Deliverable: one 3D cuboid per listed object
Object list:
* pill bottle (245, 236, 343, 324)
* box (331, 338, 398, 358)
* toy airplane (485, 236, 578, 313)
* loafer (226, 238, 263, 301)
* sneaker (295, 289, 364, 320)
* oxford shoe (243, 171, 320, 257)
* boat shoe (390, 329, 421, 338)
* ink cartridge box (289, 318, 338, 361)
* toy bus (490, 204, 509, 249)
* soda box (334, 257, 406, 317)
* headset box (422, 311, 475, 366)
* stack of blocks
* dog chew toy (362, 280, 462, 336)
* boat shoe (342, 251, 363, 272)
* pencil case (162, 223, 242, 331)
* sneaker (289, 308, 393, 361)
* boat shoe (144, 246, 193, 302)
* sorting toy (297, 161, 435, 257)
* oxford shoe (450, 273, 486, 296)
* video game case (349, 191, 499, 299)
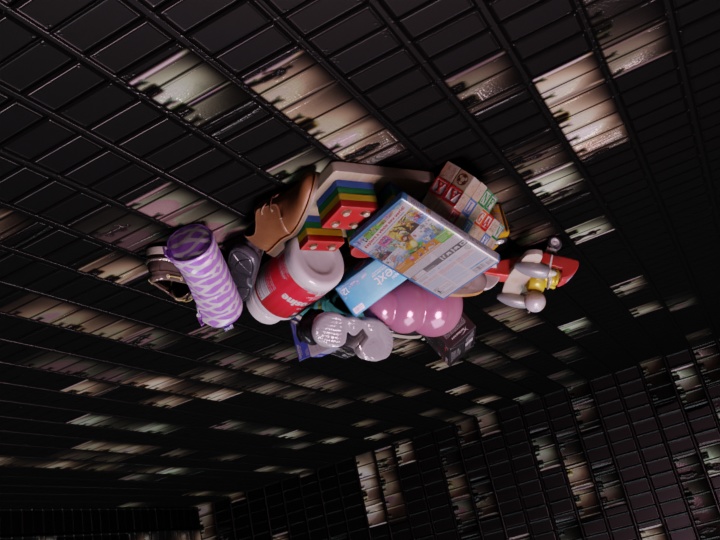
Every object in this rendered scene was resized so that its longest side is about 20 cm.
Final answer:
[{"bbox_3d":[-0.125,0.020,1.454,0.111,0.114,0.200,4,152,-36],"label":"pill bottle"},{"bbox_3d":[-0.018,0.151,1.921,0.159,0.044,0.199,-23,156,22],"label":"box"},{"bbox_3d":[0.338,0.020,1.685,0.198,0.143,0.199,-28,154,33],"label":"toy airplane"},{"bbox_3d":[-0.204,-0.005,1.418,0.071,0.063,0.200,35,149,-3],"label":"loafer"},{"bbox_3d":[-0.059,0.070,1.607,0.198,0.078,0.081,15,128,25],"label":"sneaker"},{"bbox_3d":[-0.124,-0.091,1.257,0.071,0.072,0.200,25,137,-19],"label":"oxford shoe"},{"bbox_3d":[0.047,0.103,1.777,0.196,0.067,0.075,12,-175,-9],"label":"boat shoe"},{"bbox_3d":[-0.056,0.102,1.678,0.198,0.121,0.042,-25,161,26],"label":"ink cartridge box"},{"bbox_3d":[0.205,-0.052,1.539,0.077,0.066,0.200,-3,156,-21],"label":"toy bus"},{"bbox_3d":[0.048,-0.007,1.435,0.199,0.065,0.068,-36,-167,-2],"label":"soda box"},{"bbox_3d":[0.148,0.088,1.693,0.077,0.200,0.149,-39,162,-9],"label":"headset box"},{"bbox_3d":[0.175,-0.090,1.362,0.116,0.058,0.199,-57,148,4],"label":"stack of blocks"},{"bbox_3d":[0.093,0.065,1.539,0.197,0.126,0.125,-1,155,-21],"label":"dog chew toy"},{"bbox_3d":[0.000,0.000,1.537,0.071,0.069,0.199,7,152,-44],"label":"boat shoe"},{"bbox_3d":[-0.258,0.013,1.343,0.084,0.085,0.201,-18,139,-6],"label":"pencil case"},{"bbox_3d":[-0.035,0.112,1.480,0.199,0.077,0.113,20,172,-42],"label":"sneaker"},{"bbox_3d":[-0.314,0.020,1.404,0.071,0.060,0.200,-5,159,9],"label":"boat shoe"},{"bbox_3d":[-0.002,-0.088,1.325,0.196,0.071,0.200,1,153,-33],"label":"sorting toy"},{"bbox_3d":[0.146,-0.001,1.374,0.198,0.072,0.073,17,167,-28],"label":"oxford shoe"},{"bbox_3d":[0.100,-0.034,1.279,0.199,0.018,0.143,30,138,-22],"label":"video game case"}]
